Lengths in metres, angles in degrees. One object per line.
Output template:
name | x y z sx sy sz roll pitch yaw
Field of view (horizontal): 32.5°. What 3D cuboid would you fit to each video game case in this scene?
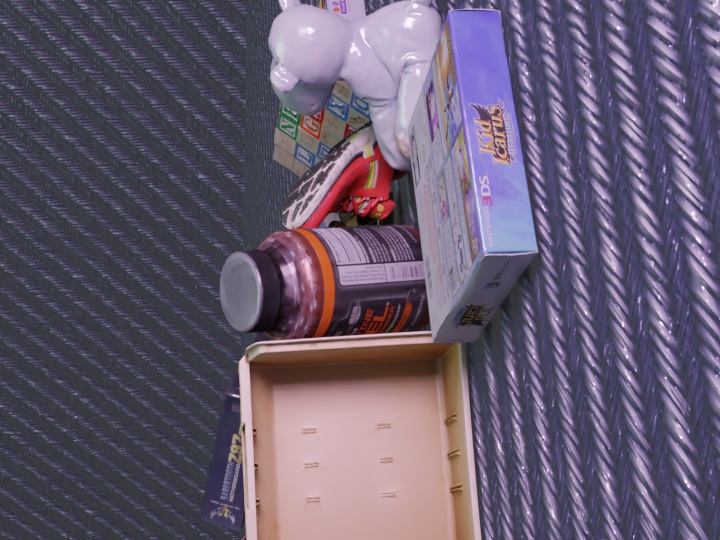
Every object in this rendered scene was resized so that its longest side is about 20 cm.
video game case | 0.083 -0.069 0.969 0.182 0.045 0.203 108 158 -66

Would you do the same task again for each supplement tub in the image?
supplement tub | -0.029 0.014 1.130 0.106 0.198 0.109 7 99 52

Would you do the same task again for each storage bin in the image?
storage bin | -0.005 0.164 1.078 0.094 0.195 0.203 117 150 -76

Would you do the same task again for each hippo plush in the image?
hippo plush | -0.006 -0.176 1.129 0.200 0.158 0.162 120 148 -71

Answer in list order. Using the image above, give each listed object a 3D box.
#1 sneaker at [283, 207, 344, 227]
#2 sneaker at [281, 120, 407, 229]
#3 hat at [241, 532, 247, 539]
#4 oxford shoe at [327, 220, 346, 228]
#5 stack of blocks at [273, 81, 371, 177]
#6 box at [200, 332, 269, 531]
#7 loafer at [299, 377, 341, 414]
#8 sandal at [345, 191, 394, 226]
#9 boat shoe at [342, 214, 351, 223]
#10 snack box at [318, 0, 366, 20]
sneaker | -0.050 -0.018 1.485 0.201 0.081 0.074 -106 -6 -48
sneaker | -0.004 -0.082 1.214 0.077 0.085 0.200 -30 12 40
hat | -0.072 0.189 1.367 0.167 0.174 0.201 -56 43 22
oxford shoe | 0.000 0.000 1.280 0.200 0.070 0.072 48 -119 -71
stack of blocks | -0.029 -0.171 1.369 0.059 0.114 0.201 -49 -13 -30
box | -0.115 0.162 1.349 0.200 0.050 0.160 -66 -11 -66
loafer | -0.004 0.150 1.220 0.200 0.069 0.070 49 -166 -44
sandal | 0.005 -0.038 1.387 0.200 0.054 0.083 153 116 -80
boat shoe | -0.025 0.008 1.548 0.074 0.062 0.202 100 165 -44
snack box | -0.022 -0.239 1.522 0.143 0.052 0.203 107 158 -64
